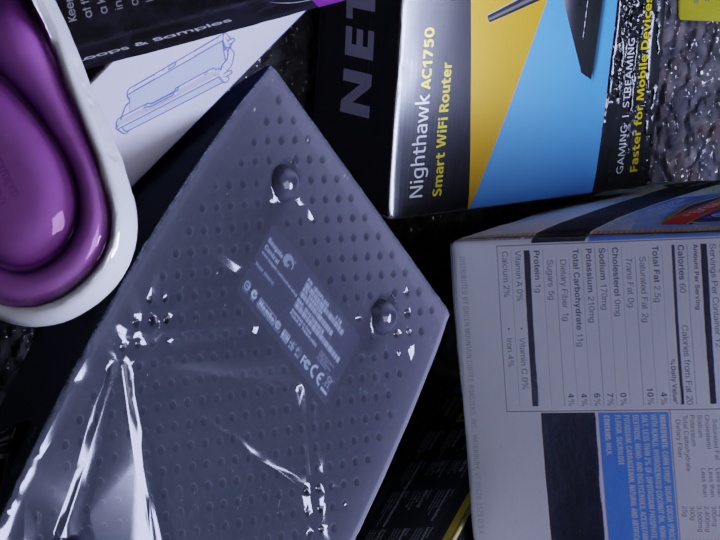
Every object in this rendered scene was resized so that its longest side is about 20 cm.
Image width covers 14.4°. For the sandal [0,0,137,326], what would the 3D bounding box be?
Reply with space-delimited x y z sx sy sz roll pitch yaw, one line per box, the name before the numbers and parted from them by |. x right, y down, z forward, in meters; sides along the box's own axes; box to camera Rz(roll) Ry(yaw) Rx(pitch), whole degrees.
sandal | -0.129 -0.077 0.808 0.082 0.203 0.050 -38 168 4

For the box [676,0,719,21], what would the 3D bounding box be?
box | 0.146 -0.192 1.087 0.200 0.048 0.117 73 22 -65

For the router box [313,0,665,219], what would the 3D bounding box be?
router box | 0.055 -0.127 1.101 0.149 0.051 0.200 -9 107 -42

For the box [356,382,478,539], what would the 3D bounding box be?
box | 0.048 0.154 1.113 0.200 0.049 0.160 -54 134 -54

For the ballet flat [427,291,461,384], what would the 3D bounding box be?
ballet flat | 0.000 0.000 1.077 0.200 0.066 0.057 29 75 -44

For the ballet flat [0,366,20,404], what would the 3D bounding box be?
ballet flat | -0.066 0.048 1.025 0.200 0.068 0.075 -9 118 -39

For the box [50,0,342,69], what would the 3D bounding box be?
box | -0.094 -0.131 0.852 0.036 0.200 0.143 42 35 -79

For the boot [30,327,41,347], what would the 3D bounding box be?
boot | -0.083 0.098 0.953 0.075 0.074 0.200 7 80 -19

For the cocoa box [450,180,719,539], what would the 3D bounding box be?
cocoa box | 0.137 0.037 1.111 0.200 0.131 0.133 -16 102 -64

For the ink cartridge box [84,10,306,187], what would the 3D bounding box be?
ink cartridge box | -0.104 -0.057 0.903 0.200 0.094 0.044 -46 133 0

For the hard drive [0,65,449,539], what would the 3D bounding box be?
hard drive | -0.050 0.049 0.889 0.135 0.042 0.200 53 50 -35
